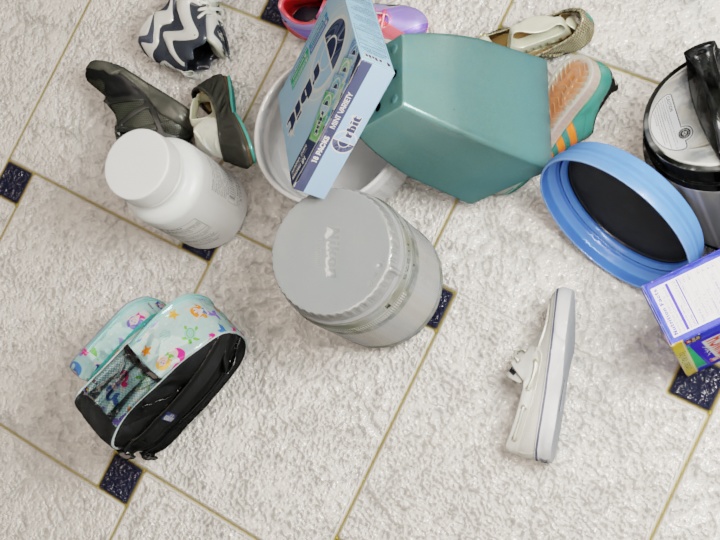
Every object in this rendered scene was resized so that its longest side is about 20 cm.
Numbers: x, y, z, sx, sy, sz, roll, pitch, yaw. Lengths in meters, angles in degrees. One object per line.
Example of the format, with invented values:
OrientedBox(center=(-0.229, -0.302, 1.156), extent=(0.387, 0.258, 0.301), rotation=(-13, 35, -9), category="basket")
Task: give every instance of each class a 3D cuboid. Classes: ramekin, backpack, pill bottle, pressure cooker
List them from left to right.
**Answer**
OrientedBox(center=(-0.244, 0.117, 1.407), extent=(0.200, 0.178, 0.151), rotation=(-42, 73, 2), category="backpack")
OrientedBox(center=(-0.234, -0.104, 1.439), extent=(0.114, 0.200, 0.115), rotation=(-5, 76, 19), category="pill bottle")
OrientedBox(center=(-0.023, -0.163, 1.428), extent=(0.199, 0.105, 0.201), rotation=(-5, 76, 20), category="ramekin")
OrientedBox(center=(0.393, -0.137, 1.199), extent=(0.176, 0.200, 0.179), rotation=(30, 77, 41), category="pressure cooker")

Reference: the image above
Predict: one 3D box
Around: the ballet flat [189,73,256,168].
OrientedBox(center=(-0.185, -0.187, 1.480), extent=(0.068, 0.068, 0.200), rotation=(-15, 38, -6), category="ballet flat")

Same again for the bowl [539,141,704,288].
OrientedBox(center=(0.287, -0.059, 1.246), extent=(0.200, 0.201, 0.039), rotation=(37, 72, 23), category="bowl")

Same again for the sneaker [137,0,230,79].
OrientedBox(center=(-0.205, -0.350, 1.552), extent=(0.129, 0.079, 0.199), rotation=(40, 93, 22), category="sneaker")

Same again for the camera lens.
OrientedBox(center=(0.000, 0.000, 1.329), extent=(0.159, 0.200, 0.161), rotation=(-5, 76, 19), category="camera lens")

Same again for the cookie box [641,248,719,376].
OrientedBox(center=(0.409, 0.024, 1.192), extent=(0.199, 0.171, 0.076), rotation=(-27, 67, 13), category="cookie box")

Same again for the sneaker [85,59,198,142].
OrientedBox(center=(-0.323, -0.210, 1.563), extent=(0.199, 0.076, 0.114), rotation=(34, 84, 18), category="sneaker")

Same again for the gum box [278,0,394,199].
OrientedBox(center=(-0.032, -0.206, 1.269), extent=(0.170, 0.044, 0.200), rotation=(-58, 25, 30), category="gum box")

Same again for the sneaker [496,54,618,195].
OrientedBox(center=(0.231, -0.162, 1.357), extent=(0.200, 0.080, 0.072), rotation=(-50, 49, 26), category="sneaker")

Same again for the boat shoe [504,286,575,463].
OrientedBox(center=(0.202, 0.116, 1.304), extent=(0.069, 0.071, 0.201), rotation=(8, 87, 19), category="boat shoe")

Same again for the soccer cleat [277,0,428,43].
OrientedBox(center=(-0.012, -0.325, 1.476), extent=(0.199, 0.076, 0.067), rotation=(10, 81, 22), category="soccer cleat")

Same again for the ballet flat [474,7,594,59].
OrientedBox(center=(0.186, -0.277, 1.393), extent=(0.199, 0.075, 0.068), rotation=(-19, 73, 15), category="ballet flat")

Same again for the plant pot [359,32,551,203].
OrientedBox(center=(0.097, -0.184, 1.299), extent=(0.141, 0.199, 0.142), rotation=(-22, 61, 48), category="plant pot")
